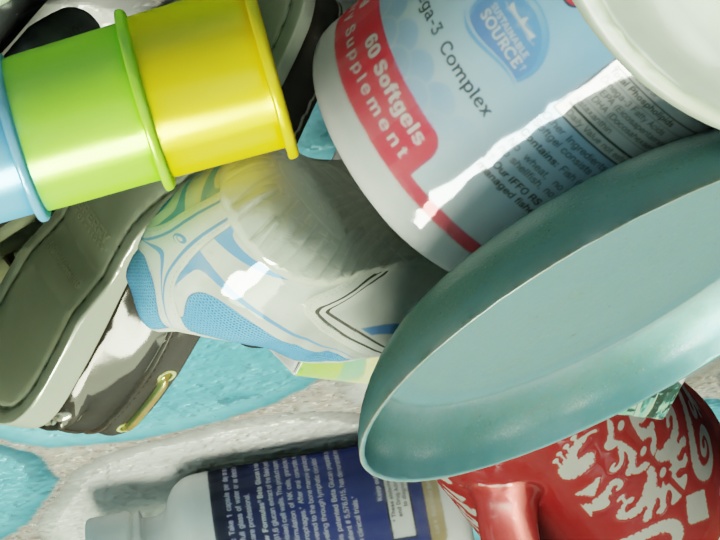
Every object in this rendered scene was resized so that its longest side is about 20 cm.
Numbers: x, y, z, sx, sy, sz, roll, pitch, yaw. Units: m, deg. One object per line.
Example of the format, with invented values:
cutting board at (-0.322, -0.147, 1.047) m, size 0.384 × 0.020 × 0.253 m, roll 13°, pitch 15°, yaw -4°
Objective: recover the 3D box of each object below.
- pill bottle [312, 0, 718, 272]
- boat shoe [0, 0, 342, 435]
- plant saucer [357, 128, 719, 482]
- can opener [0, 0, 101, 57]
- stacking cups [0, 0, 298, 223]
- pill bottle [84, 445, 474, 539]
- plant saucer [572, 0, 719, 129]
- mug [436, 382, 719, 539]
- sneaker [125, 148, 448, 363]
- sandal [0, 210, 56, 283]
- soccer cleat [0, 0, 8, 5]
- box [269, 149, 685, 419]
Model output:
pill bottle at (0.089, -0.089, 0.761) m, size 0.200 × 0.109 × 0.109 m, roll -38°, pitch 147°, yaw 25°
boat shoe at (-0.063, -0.024, 0.852) m, size 0.060 × 0.072 × 0.201 m, roll 17°, pitch 119°, yaw -41°
plant saucer at (0.084, 0.007, 0.792) m, size 0.199 × 0.028 × 0.200 m, roll -24°, pitch 161°, yaw -9°
can opener at (-0.146, -0.051, 0.857) m, size 0.066 × 0.053 × 0.200 m, roll -37°, pitch 178°, yaw -39°
stacking cups at (-0.122, -0.039, 0.732) m, size 0.199 × 0.061 × 0.061 m, roll -14°, pitch 157°, yaw 0°
pill bottle at (-0.041, 0.155, 1.278) m, size 0.199 × 0.112 × 0.111 m, roll -9°, pitch 157°, yaw -3°
plant saucer at (0.147, -0.121, 0.656) m, size 0.199 × 0.050 × 0.201 m, roll -4°, pitch 114°, yaw -9°
mug at (0.096, 0.086, 1.113) m, size 0.133 × 0.178 × 0.200 m, roll -28°, pitch 150°, yaw 7°
sneaker at (0.000, 0.000, 0.828) m, size 0.072 × 0.072 × 0.200 m, roll -29°, pitch 156°, yaw 32°
sandal at (-0.082, -0.001, 0.941) m, size 0.200 × 0.058 × 0.080 m, roll 3°, pitch 148°, yaw -46°
soccer cleat at (-0.116, -0.109, 0.715) m, size 0.199 × 0.068 × 0.081 m, roll -18°, pitch 146°, yaw 3°
box at (0.070, -0.018, 0.932) m, size 0.199 × 0.036 × 0.145 m, roll 9°, pitch 113°, yaw -37°
